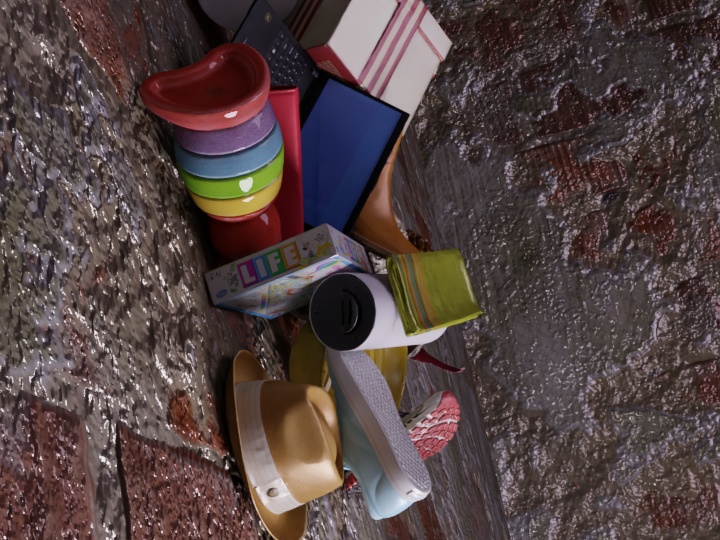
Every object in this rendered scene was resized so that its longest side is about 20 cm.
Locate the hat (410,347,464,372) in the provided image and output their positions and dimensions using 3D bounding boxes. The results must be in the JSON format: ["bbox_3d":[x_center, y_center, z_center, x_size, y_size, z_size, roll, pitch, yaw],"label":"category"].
[{"bbox_3d":[0.056,0.090,1.687,0.166,0.174,0.203,53,23,-64],"label":"hat"}]

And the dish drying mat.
[{"bbox_3d":[-0.098,-0.094,1.247,0.018,0.076,0.203,-103,-169,-61],"label":"dish drying mat"}]

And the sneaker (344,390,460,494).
[{"bbox_3d":[0.040,0.199,1.471,0.077,0.200,0.083,13,48,-43],"label":"sneaker"}]

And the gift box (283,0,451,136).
[{"bbox_3d":[-0.010,-0.263,1.474,0.200,0.183,0.188,49,55,-38],"label":"gift box"}]

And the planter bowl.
[{"bbox_3d":[-0.026,0.110,1.383,0.200,0.082,0.204,-13,105,-59],"label":"planter bowl"}]

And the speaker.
[{"bbox_3d":[0.026,0.043,1.293,0.199,0.080,0.082,0,73,-63],"label":"speaker"}]

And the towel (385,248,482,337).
[{"bbox_3d":[0.084,0.020,1.313,0.199,0.018,0.087,-8,82,-64],"label":"towel"}]

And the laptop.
[{"bbox_3d":[-0.065,-0.160,1.289,0.200,0.102,0.179,47,63,-46],"label":"laptop"}]

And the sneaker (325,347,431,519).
[{"bbox_3d":[-0.005,0.163,1.237,0.074,0.082,0.201,25,33,-51],"label":"sneaker"}]

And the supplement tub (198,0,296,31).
[{"bbox_3d":[-0.138,-0.397,1.443,0.146,0.143,0.202,64,14,-46],"label":"supplement tub"}]

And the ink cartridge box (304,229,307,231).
[{"bbox_3d":[-0.042,-0.058,1.596,0.039,0.098,0.202,-90,160,-57],"label":"ink cartridge box"}]

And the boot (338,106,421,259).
[{"bbox_3d":[0.018,-0.101,1.358,0.145,0.200,0.071,-59,166,-4],"label":"boot"}]

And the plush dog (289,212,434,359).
[{"bbox_3d":[0.000,0.000,1.516,0.174,0.198,0.160,-65,-163,-2],"label":"plush dog"}]

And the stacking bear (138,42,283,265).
[{"bbox_3d":[-0.125,-0.097,1.170,0.114,0.121,0.202,39,-32,43],"label":"stacking bear"}]

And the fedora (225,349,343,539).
[{"bbox_3d":[-0.064,0.164,1.169,0.201,0.081,0.203,-17,90,-80],"label":"fedora"}]

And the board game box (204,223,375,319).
[{"bbox_3d":[-0.067,0.005,1.248,0.200,0.133,0.035,29,40,-77],"label":"board game box"}]
